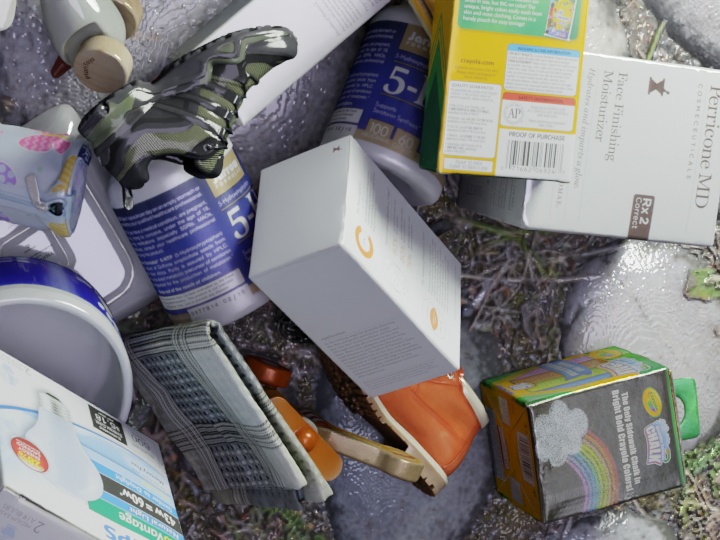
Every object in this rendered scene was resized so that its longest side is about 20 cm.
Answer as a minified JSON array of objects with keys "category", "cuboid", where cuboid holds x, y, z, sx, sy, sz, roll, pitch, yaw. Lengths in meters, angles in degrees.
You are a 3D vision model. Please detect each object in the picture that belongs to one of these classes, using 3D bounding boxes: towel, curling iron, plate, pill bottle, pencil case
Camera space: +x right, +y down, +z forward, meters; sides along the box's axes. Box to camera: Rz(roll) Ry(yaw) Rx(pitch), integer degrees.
[{"category":"towel","cuboid":[-0.131,0.135,1.515,0.035,0.192,0.201,-44,109,-32]},{"category":"curling iron","cuboid":[0.002,0.005,1.624,0.199,0.026,0.050,-35,128,-15]},{"category":"plate","cuboid":[-0.293,-0.015,1.521,0.199,0.032,0.201,-32,106,-10]},{"category":"pill bottle","cuboid":[0.050,-0.172,1.553,0.119,0.120,0.201,26,77,-19]},{"category":"pill bottle","cuboid":[-0.153,-0.058,1.504,0.119,0.120,0.201,-30,106,-11]},{"category":"pencil case","cuboid":[-0.328,-0.084,1.443,0.198,0.091,0.084,12,130,0]}]

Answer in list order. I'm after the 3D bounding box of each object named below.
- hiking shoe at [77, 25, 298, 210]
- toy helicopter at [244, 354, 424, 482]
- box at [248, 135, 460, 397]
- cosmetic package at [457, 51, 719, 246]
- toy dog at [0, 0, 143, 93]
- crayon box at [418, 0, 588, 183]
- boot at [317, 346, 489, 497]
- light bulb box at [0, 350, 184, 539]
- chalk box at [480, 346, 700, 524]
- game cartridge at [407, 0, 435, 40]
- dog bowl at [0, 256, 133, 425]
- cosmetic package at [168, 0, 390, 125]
[{"category":"hiking shoe","cuboid":[-0.130,-0.130,1.415,0.199,0.076,0.101,-29,100,-13]},{"category":"toy helicopter","cuboid":[-0.034,0.150,1.559,0.198,0.132,0.079,21,92,-5]},{"category":"box","cuboid":[0.000,0.000,1.500,0.097,0.125,0.200,-19,136,26]},{"category":"cosmetic package","cuboid":[0.218,-0.119,1.596,0.198,0.165,0.166,4,97,-18]},{"category":"toy dog","cuboid":[-0.274,-0.234,1.463,0.096,0.132,0.201,-26,104,28]},{"category":"crayon box","cuboid":[0.124,-0.180,1.444,0.125,0.052,0.202,3,98,-19]},{"category":"boot","cuboid":[0.042,0.109,1.632,0.107,0.075,0.200,-45,114,-14]},{"category":"light bulb box","cuboid":[-0.258,0.198,1.385,0.198,0.200,0.125,35,105,-32]},{"category":"chalk box","cuboid":[0.236,0.153,1.669,0.198,0.124,0.126,-12,101,-16]},{"category":"game cartridge","cuboid":[0.105,-0.294,1.524,0.199,0.032,0.177,-34,94,-36]},{"category":"dog bowl","cuboid":[-0.301,0.092,1.478,0.198,0.079,0.202,-8,120,-14]},{"category":"cosmetic package","cuboid":[-0.065,-0.224,1.521,0.200,0.108,0.085,-42,106,-7]}]
